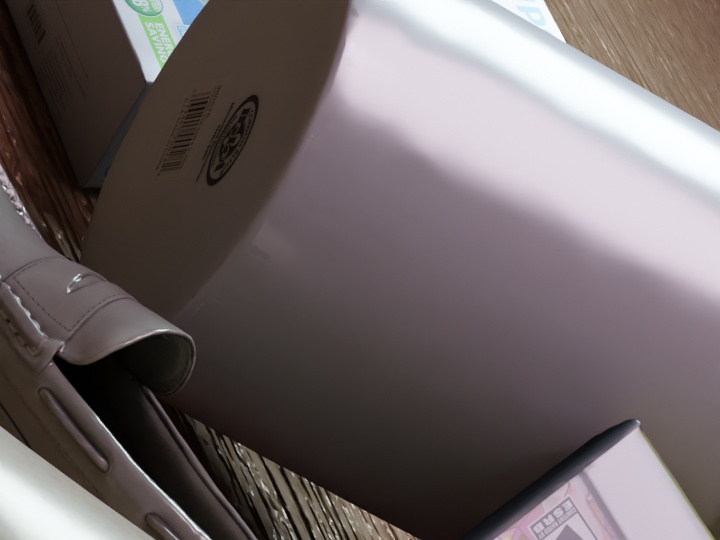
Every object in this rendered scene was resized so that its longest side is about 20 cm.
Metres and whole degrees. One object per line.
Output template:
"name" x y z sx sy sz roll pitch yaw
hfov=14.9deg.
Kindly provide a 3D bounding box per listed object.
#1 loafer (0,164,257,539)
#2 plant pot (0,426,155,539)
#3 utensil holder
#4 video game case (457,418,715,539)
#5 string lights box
"loafer" -0.077 0.030 0.755 0.200 0.070 0.070 61 16 17
"plant pot" -0.051 0.126 0.463 0.183 0.200 0.200 44 16 -3
"utensil holder" 0.034 0.002 0.878 0.200 0.170 0.170 29 26 -23
"video game case" 0.057 0.164 0.751 0.200 0.026 0.181 -33 90 -35
"string lights box" -0.022 -0.083 1.013 0.200 0.059 0.103 0 52 -36
